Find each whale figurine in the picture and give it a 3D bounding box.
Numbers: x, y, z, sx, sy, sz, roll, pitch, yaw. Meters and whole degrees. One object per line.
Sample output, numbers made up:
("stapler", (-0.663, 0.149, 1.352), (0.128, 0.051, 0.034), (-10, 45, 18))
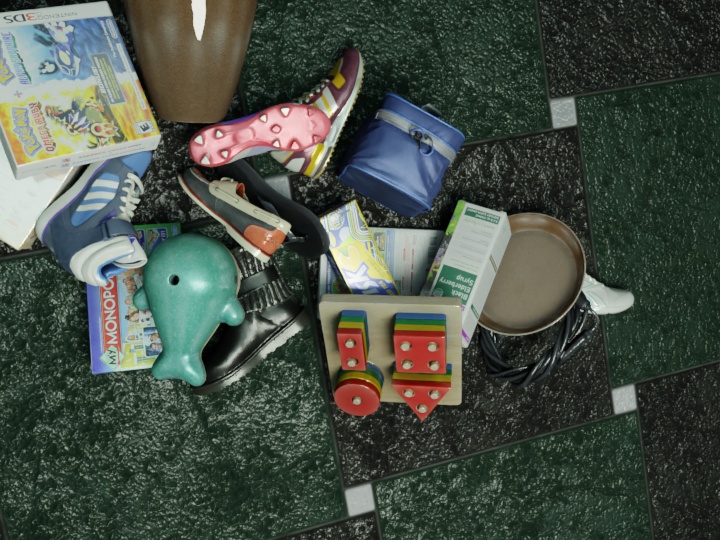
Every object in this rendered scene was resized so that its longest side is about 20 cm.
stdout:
("whale figurine", (-0.234, 0.051, 0.940), (0.157, 0.104, 0.203), (10, 88, 6))

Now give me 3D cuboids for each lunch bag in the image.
("lunch bag", (0.058, -0.168, 1.006), (0.135, 0.200, 0.133), (27, 85, -9))

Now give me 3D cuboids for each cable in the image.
("cable", (0.259, 0.085, 1.106), (0.200, 0.051, 0.164), (-46, 60, 18))

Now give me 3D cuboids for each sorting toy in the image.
("sorting toy", (0.045, 0.134, 1.013), (0.197, 0.070, 0.201), (1, 129, 9))

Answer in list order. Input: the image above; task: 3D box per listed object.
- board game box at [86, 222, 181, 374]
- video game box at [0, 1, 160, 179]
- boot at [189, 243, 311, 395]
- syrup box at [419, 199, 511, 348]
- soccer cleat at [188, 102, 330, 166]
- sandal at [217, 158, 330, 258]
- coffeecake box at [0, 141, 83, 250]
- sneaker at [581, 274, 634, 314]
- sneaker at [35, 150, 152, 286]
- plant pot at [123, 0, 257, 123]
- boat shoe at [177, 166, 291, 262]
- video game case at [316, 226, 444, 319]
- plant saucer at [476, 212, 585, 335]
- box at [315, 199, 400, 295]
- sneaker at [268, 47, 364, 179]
("board game box", (-0.312, 0.038, 0.997), (0.133, 0.029, 0.203), (-5, 83, -14))
("video game box", (-0.375, -0.233, 0.895), (0.181, 0.047, 0.202), (-21, 84, -29))
("boot", (-0.191, 0.062, 1.026), (0.210, 0.079, 0.159), (-37, 104, -13))
("syrup box", (0.155, 0.006, 1.075), (0.078, 0.081, 0.202), (19, 77, 24))
("soccer cleat", (-0.141, -0.189, 0.985), (0.198, 0.076, 0.068), (-16, 107, -8))
("sandal", (-0.131, -0.080, 1.016), (0.199, 0.076, 0.043), (38, 47, 6))
("coffeecake box", (-0.461, -0.154, 0.944), (0.153, 0.073, 0.201), (34, 86, -14))
("sneaker", (0.360, 0.031, 1.163), (0.198, 0.070, 0.081), (2, 92, -13))
("sneaker", (-0.316, -0.070, 0.949), (0.146, 0.081, 0.200), (37, 71, 13))
("plant pot", (-0.226, -0.305, 0.950), (0.184, 0.187, 0.203), (-1, 109, -13))
("boat shoe", (-0.177, -0.091, 0.982), (0.200, 0.071, 0.063), (40, 95, 27))
("video game case", (0.033, 0.006, 1.107), (0.197, 0.018, 0.145), (2, 95, -14))
("plant saucer", (0.249, 0.008, 1.094), (0.201, 0.199, 0.032), (-55, 143, -4))
("box", (0.000, 0.000, 1.057), (0.070, 0.064, 0.202), (-28, 101, -10))
("sneaker", (-0.064, -0.241, 1.034), (0.089, 0.075, 0.202), (21, 88, -19))
